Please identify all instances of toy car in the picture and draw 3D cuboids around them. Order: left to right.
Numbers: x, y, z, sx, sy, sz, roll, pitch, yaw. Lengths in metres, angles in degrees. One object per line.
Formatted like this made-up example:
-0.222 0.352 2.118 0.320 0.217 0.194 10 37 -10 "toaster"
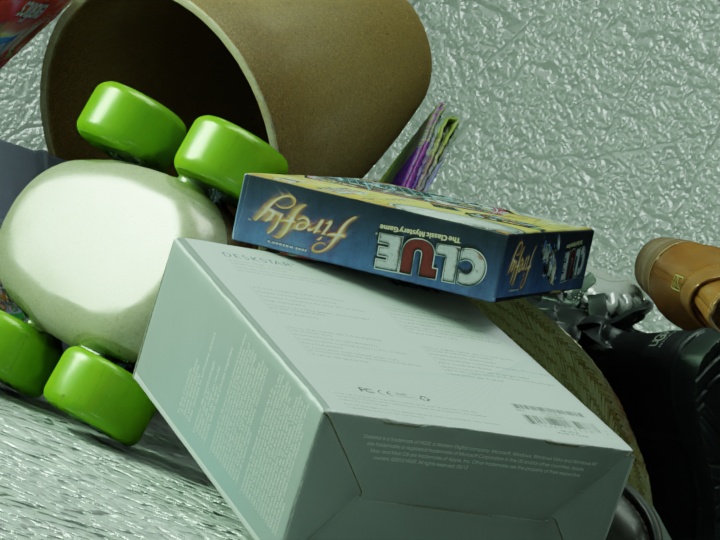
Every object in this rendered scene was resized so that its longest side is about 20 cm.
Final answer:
-0.084 0.024 1.392 0.158 0.165 0.200 21 -11 43 "toy car"

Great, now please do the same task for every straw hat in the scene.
0.059 0.102 1.437 0.085 0.202 0.201 -30 31 -29 "straw hat"

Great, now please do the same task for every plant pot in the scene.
-0.053 -0.105 1.561 0.186 0.187 0.200 21 32 35 "plant pot"

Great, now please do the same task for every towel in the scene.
0.000 0.000 1.585 0.023 0.144 0.200 31 41 -7 "towel"

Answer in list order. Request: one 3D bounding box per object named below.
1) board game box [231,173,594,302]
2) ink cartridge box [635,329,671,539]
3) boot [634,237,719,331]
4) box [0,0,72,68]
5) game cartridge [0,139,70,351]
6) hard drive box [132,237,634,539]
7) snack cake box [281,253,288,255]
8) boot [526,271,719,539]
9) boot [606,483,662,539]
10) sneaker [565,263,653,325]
0.031 -0.018 1.330 0.135 0.035 0.200 13 5 16 "board game box"
0.241 0.135 1.657 0.199 0.145 0.145 20 1 1 "ink cartridge box"
0.271 0.039 1.617 0.199 0.074 0.155 15 8 -13 "boot"
-0.235 -0.161 1.471 0.096 0.100 0.200 48 5 -1 "box"
-0.215 -0.015 1.440 0.038 0.130 0.200 -19 -17 25 "game cartridge"
0.006 0.064 1.191 0.155 0.077 0.200 10 18 -26 "hard drive box"
-0.124 -0.021 1.698 0.199 0.115 0.067 -5 0 2 "snack cake box"
0.151 0.101 1.445 0.073 0.199 0.162 -32 28 -35 "boot"
0.032 0.117 1.296 0.200 0.069 0.174 18 6 28 "boot"
0.104 0.005 1.651 0.200 0.081 0.075 5 -27 -39 "sneaker"
